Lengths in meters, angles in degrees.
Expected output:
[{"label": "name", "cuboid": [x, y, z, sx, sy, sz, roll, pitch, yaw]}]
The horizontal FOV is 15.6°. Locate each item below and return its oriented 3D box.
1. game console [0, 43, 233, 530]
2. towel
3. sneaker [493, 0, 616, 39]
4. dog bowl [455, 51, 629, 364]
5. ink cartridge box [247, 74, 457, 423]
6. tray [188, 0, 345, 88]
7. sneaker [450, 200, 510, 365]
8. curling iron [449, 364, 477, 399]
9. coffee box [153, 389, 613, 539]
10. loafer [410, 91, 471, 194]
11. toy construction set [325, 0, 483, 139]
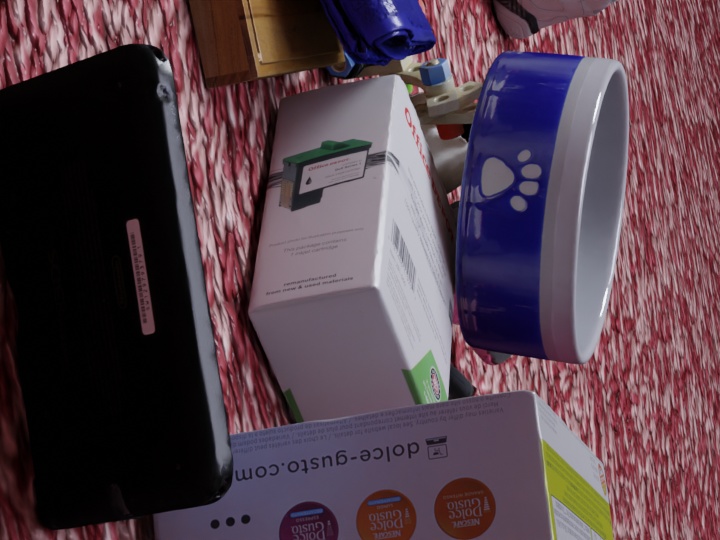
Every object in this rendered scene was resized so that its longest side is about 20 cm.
[{"label": "game console", "cuboid": [-0.099, 0.010, 1.197, 0.116, 0.176, 0.201, -5, 83, -46]}, {"label": "towel", "cuboid": [-0.023, -0.219, 1.614, 0.200, 0.049, 0.148, 65, 9, 4]}, {"label": "sneaker", "cuboid": [0.160, -0.281, 2.305, 0.200, 0.115, 0.075, 56, 27, -55]}, {"label": "dog bowl", "cuboid": [0.121, -0.042, 1.717, 0.200, 0.079, 0.201, 7, 90, -77]}, {"label": "ink cartridge box", "cuboid": [0.000, 0.000, 1.601, 0.200, 0.084, 0.146, -84, 159, -48]}, {"label": "tray", "cuboid": [-0.058, -0.167, 1.599, 0.200, 0.037, 0.099, -28, 107, -75]}, {"label": "sneaker", "cuboid": [0.074, -0.006, 1.897, 0.095, 0.079, 0.200, 52, -5, 27]}, {"label": "curling iron", "cuboid": [0.074, 0.097, 1.856, 0.200, 0.025, 0.050, 59, 22, -56]}, {"label": "coffee box", "cuboid": [0.024, 0.188, 1.337, 0.200, 0.199, 0.198, 44, 38, -70]}, {"label": "loafer", "cuboid": [0.042, -0.082, 1.833, 0.200, 0.071, 0.073, -70, 146, -61]}, {"label": "toy construction set", "cuboid": [0.028, -0.185, 1.734, 0.092, 0.131, 0.201, -25, 107, -65]}]
